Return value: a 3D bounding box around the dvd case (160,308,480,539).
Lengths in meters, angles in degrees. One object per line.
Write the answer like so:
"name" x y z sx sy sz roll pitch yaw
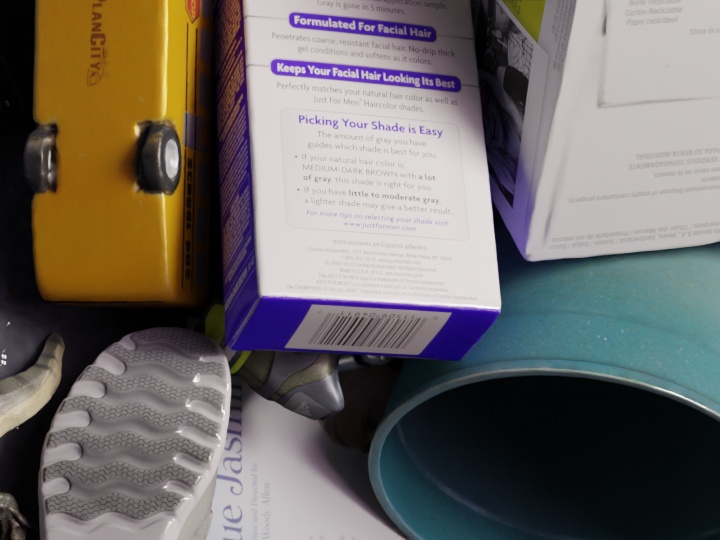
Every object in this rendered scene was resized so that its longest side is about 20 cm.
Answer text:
"dvd case" -0.016 0.104 1.045 0.200 0.018 0.143 16 66 -40

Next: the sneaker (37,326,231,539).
"sneaker" -0.103 0.120 0.926 0.075 0.082 0.200 11 68 7

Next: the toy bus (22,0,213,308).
"toy bus" -0.104 -0.084 0.951 0.078 0.065 0.200 12 79 -74

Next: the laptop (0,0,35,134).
"laptop" -0.188 -0.141 0.904 0.200 0.103 0.177 -27 96 -46

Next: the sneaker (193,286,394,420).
"sneaker" 0.000 0.000 1.026 0.081 0.074 0.200 42 53 1

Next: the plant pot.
"plant pot" 0.117 0.034 1.058 0.200 0.200 0.188 37 47 -29

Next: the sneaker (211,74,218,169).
"sneaker" -0.078 -0.142 1.034 0.086 0.080 0.200 -5 74 -35

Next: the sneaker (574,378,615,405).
"sneaker" 0.154 0.009 1.207 0.200 0.073 0.077 -58 152 -26

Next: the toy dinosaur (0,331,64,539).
"toy dinosaur" -0.174 0.088 0.882 0.200 0.047 0.088 -21 84 -49

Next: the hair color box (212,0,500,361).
"hair color box" -0.006 -0.063 0.956 0.109 0.065 0.200 4 65 -17

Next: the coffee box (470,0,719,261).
"coffee box" 0.151 -0.148 0.990 0.200 0.200 0.198 -5 38 -15
